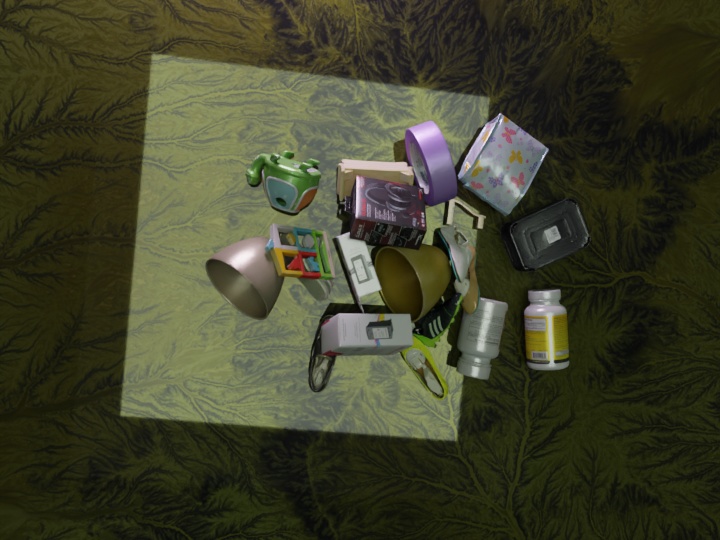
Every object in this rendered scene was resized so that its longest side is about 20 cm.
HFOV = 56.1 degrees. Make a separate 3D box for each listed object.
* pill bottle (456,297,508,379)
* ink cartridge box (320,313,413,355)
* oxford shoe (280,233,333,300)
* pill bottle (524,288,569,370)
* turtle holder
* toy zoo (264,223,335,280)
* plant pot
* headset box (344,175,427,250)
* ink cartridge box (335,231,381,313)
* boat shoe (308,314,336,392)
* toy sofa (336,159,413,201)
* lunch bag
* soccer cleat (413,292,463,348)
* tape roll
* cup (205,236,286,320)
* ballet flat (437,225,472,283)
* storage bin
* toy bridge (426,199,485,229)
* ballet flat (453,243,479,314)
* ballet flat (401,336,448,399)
[{"bbox_3d":[0.312,0.174,1.765,0.112,0.114,0.205,12,90,-6],"label":"pill bottle"},{"bbox_3d":[0.013,0.162,1.690,0.196,0.147,0.088,1,74,-23],"label":"ink cartridge box"},{"bbox_3d":[-0.140,-0.013,1.746,0.201,0.075,0.058,52,42,3],"label":"oxford shoe"},{"bbox_3d":[0.490,0.153,1.784,0.110,0.112,0.205,-3,92,-6],"label":"pill bottle"},{"bbox_3d":[-0.195,-0.225,1.692,0.182,0.141,0.134,11,107,-15],"label":"turtle holder"},{"bbox_3d":[-0.155,-0.045,1.679,0.197,0.020,0.134,5,63,-43],"label":"toy zoo"},{"bbox_3d":[0.149,0.011,1.721,0.140,0.199,0.204,-23,94,-28],"label":"plant pot"},{"bbox_3d":[0.057,-0.143,1.652,0.196,0.078,0.151,10,49,-10],"label":"headset box"},{"bbox_3d":[0.000,0.000,1.727,0.067,0.116,0.204,-19,94,-4],"label":"ink cartridge box"},{"bbox_3d":[-0.090,0.218,1.749,0.072,0.065,0.205,10,90,-4],"label":"boat shoe"},{"bbox_3d":[0.038,-0.230,1.752,0.195,0.098,0.084,2,116,-6],"label":"toy sofa"},{"bbox_3d":[0.360,-0.270,1.756,0.168,0.127,0.202,31,79,-8],"label":"lunch bag"},{"bbox_3d":[0.197,0.122,1.731,0.080,0.068,0.201,30,132,2],"label":"soccer cleat"},{"bbox_3d":[0.175,-0.267,1.696,0.064,0.200,0.204,-18,93,-5],"label":"tape roll"},{"bbox_3d":[-0.264,0.000,1.678,0.200,0.200,0.144,43,61,-5],"label":"cup"},{"bbox_3d":[0.249,-0.052,1.720,0.068,0.202,0.070,-5,130,-6],"label":"ballet flat"},{"bbox_3d":[0.487,-0.093,1.788,0.197,0.094,0.137,-24,93,-4],"label":"storage bin"},{"bbox_3d":[0.238,-0.155,1.793,0.195,0.027,0.069,7,90,-6],"label":"toy bridge"},{"bbox_3d":[0.265,0.019,1.743,0.062,0.069,0.203,23,50,-25],"label":"ballet flat"},{"bbox_3d":[0.167,0.256,1.772,0.066,0.067,0.202,-34,96,15],"label":"ballet flat"}]
